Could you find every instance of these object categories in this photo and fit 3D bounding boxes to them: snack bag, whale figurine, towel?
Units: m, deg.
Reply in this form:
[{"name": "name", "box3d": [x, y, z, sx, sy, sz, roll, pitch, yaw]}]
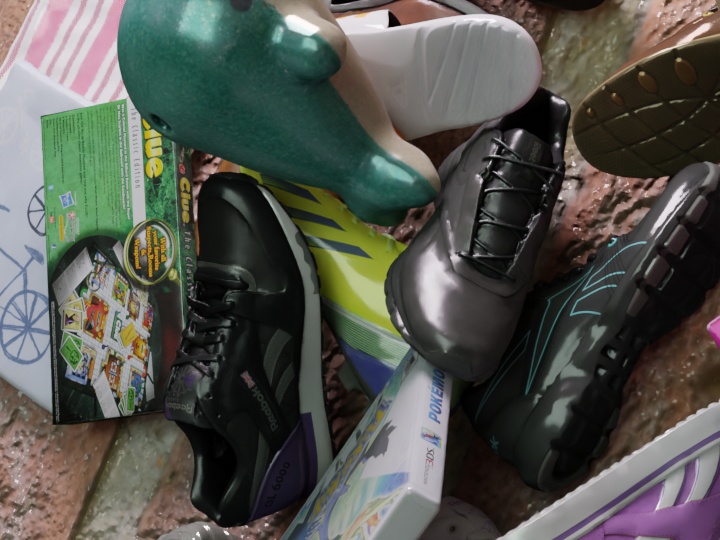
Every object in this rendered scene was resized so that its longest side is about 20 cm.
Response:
[{"name": "snack bag", "box3d": [-0.214, -0.026, 1.268, 0.188, 0.021, 0.201, 28, 96, 37]}, {"name": "whale figurine", "box3d": [-0.050, -0.089, 1.037, 0.104, 0.200, 0.159, -48, 8, -21]}, {"name": "towel", "box3d": [-0.167, -0.152, 1.300, 0.199, 0.030, 0.147, 22, 83, 35]}]

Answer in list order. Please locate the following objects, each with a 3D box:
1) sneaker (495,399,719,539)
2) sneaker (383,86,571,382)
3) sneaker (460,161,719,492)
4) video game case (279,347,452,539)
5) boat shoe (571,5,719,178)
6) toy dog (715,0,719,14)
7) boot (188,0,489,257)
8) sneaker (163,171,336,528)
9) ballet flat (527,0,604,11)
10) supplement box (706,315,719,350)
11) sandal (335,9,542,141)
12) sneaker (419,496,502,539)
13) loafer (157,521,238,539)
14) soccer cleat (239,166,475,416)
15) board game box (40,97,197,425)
[{"name": "sneaker", "box3d": [0.160, 0.141, 0.942, 0.200, 0.073, 0.115, -30, 80, -25]}, {"name": "sneaker", "box3d": [0.069, -0.027, 1.027, 0.091, 0.076, 0.201, -55, 14, 44]}, {"name": "sneaker", "box3d": [0.127, 0.019, 1.031, 0.079, 0.075, 0.201, 35, 91, 38]}, {"name": "video game case", "box3d": [-0.013, 0.144, 0.992, 0.201, 0.022, 0.183, -56, 9, 23]}, {"name": "boat shoe", "box3d": [0.210, -0.113, 1.043, 0.199, 0.072, 0.068, -27, 17, 16]}, {"name": "toy dog", "box3d": [0.240, -0.093, 0.947, 0.132, 0.096, 0.201, -37, 88, 16]}, {"name": "boot", "box3d": [-0.004, -0.077, 1.154, 0.187, 0.068, 0.202, 16, 86, 21]}, {"name": "sneaker", "box3d": [-0.071, 0.048, 1.066, 0.075, 0.087, 0.202, 4, 110, 47]}, {"name": "ballet flat", "box3d": [0.065, -0.193, 1.152, 0.199, 0.068, 0.068, 22, 83, 28]}, {"name": "supplement box", "box3d": [0.261, 0.085, 0.879, 0.103, 0.101, 0.201, -33, 73, 15]}, {"name": "sandal", "box3d": [0.025, -0.111, 1.089, 0.205, 0.059, 0.080, -2, 112, 37]}, {"name": "sneaker", "box3d": [0.068, 0.170, 1.005, 0.199, 0.075, 0.100, 1, 72, 31]}, {"name": "loafer", "box3d": [-0.091, 0.245, 1.080, 0.070, 0.070, 0.201, -29, 55, 30]}, {"name": "soccer cleat", "box3d": [0.000, 0.000, 1.102, 0.084, 0.065, 0.201, -37, 75, 14]}, {"name": "board game box", "box3d": [-0.151, -0.007, 1.194, 0.104, 0.023, 0.202, -8, 79, 28]}]
